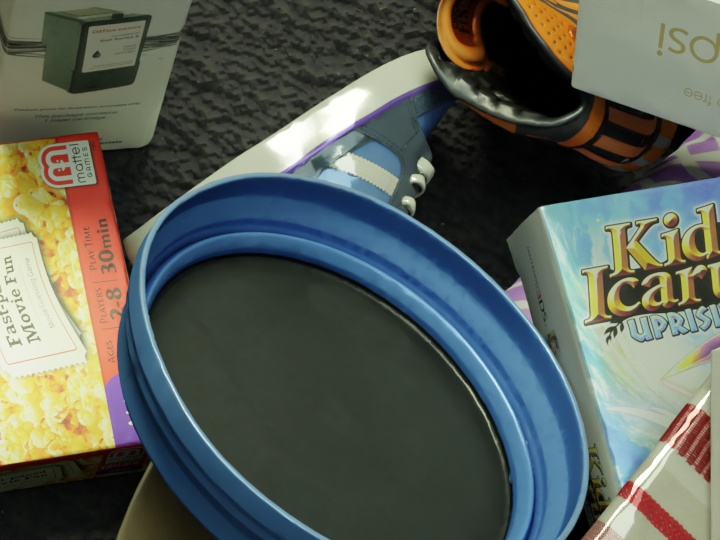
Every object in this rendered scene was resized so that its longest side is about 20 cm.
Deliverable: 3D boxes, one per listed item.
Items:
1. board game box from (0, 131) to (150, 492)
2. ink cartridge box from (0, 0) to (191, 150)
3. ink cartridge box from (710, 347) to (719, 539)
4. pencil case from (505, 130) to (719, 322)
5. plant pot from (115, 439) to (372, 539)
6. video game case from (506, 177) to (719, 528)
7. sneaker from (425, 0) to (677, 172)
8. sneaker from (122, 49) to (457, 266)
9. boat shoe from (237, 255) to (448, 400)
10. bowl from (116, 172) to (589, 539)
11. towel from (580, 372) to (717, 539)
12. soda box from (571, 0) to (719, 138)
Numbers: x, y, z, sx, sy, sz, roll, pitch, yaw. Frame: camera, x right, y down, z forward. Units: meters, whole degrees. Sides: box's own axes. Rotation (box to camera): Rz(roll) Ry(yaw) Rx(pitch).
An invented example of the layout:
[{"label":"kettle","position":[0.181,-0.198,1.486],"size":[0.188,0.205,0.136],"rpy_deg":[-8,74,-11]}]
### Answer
[{"label":"board game box","position":[-0.201,0.027,1.038],"size":[0.199,0.046,0.152],"rpy_deg":[-9,71,-17]},{"label":"ink cartridge box","position":[-0.129,-0.159,1.048],"size":[0.083,0.200,0.147],"rpy_deg":[-5,69,-15]},{"label":"ink cartridge box","position":[0.222,0.120,0.856],"size":[0.146,0.145,0.201],"rpy_deg":[5,77,-16]},{"label":"pencil case","position":[0.130,0.013,1.109],"size":[0.200,0.084,0.086],"rpy_deg":[-39,105,-24]},{"label":"plant pot","position":[0.007,0.171,0.972],"size":[0.199,0.187,0.188],"rpy_deg":[17,64,-20]},{"label":"video game case","position":[0.181,0.048,0.994],"size":[0.199,0.045,0.182],"rpy_deg":[-10,73,-19]},{"label":"sneaker","position":[0.069,-0.135,1.116],"size":[0.112,0.078,0.200],"rpy_deg":[12,35,-48]},{"label":"sneaker","position":[0.000,0.000,1.091],"size":[0.200,0.081,0.147],"rpy_deg":[-34,90,-29]},{"label":"boat shoe","position":[0.010,0.057,1.004],"size":[0.199,0.072,0.066],"rpy_deg":[28,68,-11]},{"label":"bowl","position":[-0.004,0.049,0.913],"size":[0.200,0.039,0.201],"rpy_deg":[23,38,-19]},{"label":"towel","position":[0.181,0.102,0.937],"size":[0.144,0.023,0.200],"rpy_deg":[43,70,-4]},{"label":"soda box","position":[0.193,-0.090,1.010],"size":[0.199,0.068,0.064],"rpy_deg":[21,41,24]}]
